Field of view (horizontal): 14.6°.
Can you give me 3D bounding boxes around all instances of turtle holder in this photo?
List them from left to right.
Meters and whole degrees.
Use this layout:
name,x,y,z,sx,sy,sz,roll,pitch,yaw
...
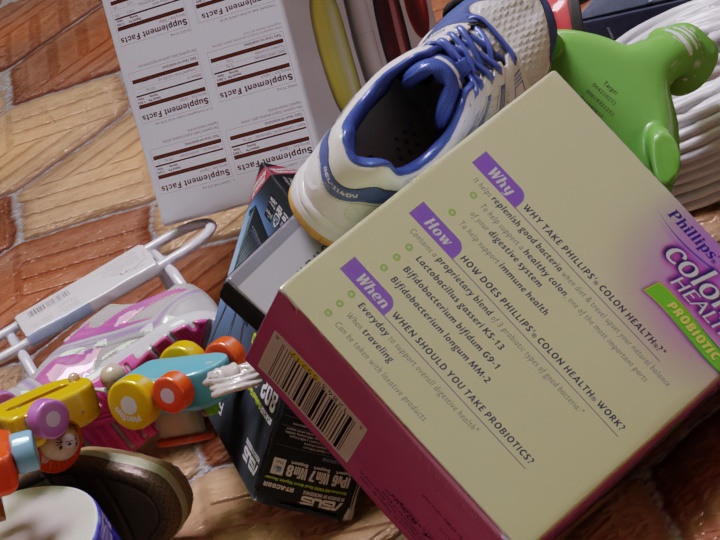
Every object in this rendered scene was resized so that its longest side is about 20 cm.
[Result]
name,x,y,z,sx,sy,sz,roll,pitch,yaw
turtle holder,0.115,-0.074,1.606,0.132,0.141,0.186,78,-149,-78

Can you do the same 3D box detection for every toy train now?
name,x,y,z,sx,sy,sz,roll,pitch,yaw
toy train,-0.147,0.095,1.554,0.200,0.056,0.150,-16,14,-7

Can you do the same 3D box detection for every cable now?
name,x,y,z,sx,sy,sz,roll,pitch,yaw
cable,0.219,-0.110,1.750,0.200,0.069,0.200,-21,21,16

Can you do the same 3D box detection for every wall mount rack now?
name,x,y,z,sx,sy,sz,roll,pitch,yaw
wall mount rack,-0.162,0.048,1.861,0.200,0.075,0.174,-31,18,-7

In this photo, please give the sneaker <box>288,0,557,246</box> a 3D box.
name,x,y,z,sx,sy,sz,roll,pitch,yaw
sneaker,0.048,-0.090,1.477,0.200,0.075,0.088,-48,-4,-29

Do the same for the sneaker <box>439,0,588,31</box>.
name,x,y,z,sx,sy,sz,roll,pitch,yaw
sneaker,0.094,-0.150,1.811,0.098,0.071,0.200,-8,4,-1

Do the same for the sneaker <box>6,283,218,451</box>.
name,x,y,z,sx,sy,sz,roll,pitch,yaw
sneaker,-0.161,0.075,1.761,0.200,0.081,0.088,-26,28,5

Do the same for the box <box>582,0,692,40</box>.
name,x,y,z,sx,sy,sz,roll,pitch,yaw
box,0.260,-0.218,1.970,0.158,0.051,0.200,-10,28,42

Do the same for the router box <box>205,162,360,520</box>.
name,x,y,z,sx,sy,sz,roll,pitch,yaw
router box,-0.033,0.036,1.614,0.062,0.150,0.200,13,13,-16

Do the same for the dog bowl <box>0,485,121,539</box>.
name,x,y,z,sx,sy,sz,roll,pitch,yaw
dog bowl,-0.211,0.207,1.537,0.200,0.079,0.200,-24,22,10

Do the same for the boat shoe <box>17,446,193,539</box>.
name,x,y,z,sx,sy,sz,roll,pitch,yaw
boat shoe,-0.167,0.134,1.676,0.200,0.072,0.076,-8,13,39

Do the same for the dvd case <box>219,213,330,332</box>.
name,x,y,z,sx,sy,sz,roll,pitch,yaw
dvd case,0.047,0.030,1.483,0.150,0.200,0.025,-44,-9,-31

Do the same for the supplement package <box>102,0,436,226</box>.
name,x,y,z,sx,sy,sz,roll,pitch,yaw
supplement package,-0.054,-0.155,1.931,0.147,0.200,0.191,-13,4,33

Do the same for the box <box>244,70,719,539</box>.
name,x,y,z,sx,sy,sz,roll,pitch,yaw
box,0.077,0.034,1.415,0.200,0.176,0.097,-39,-10,-25
